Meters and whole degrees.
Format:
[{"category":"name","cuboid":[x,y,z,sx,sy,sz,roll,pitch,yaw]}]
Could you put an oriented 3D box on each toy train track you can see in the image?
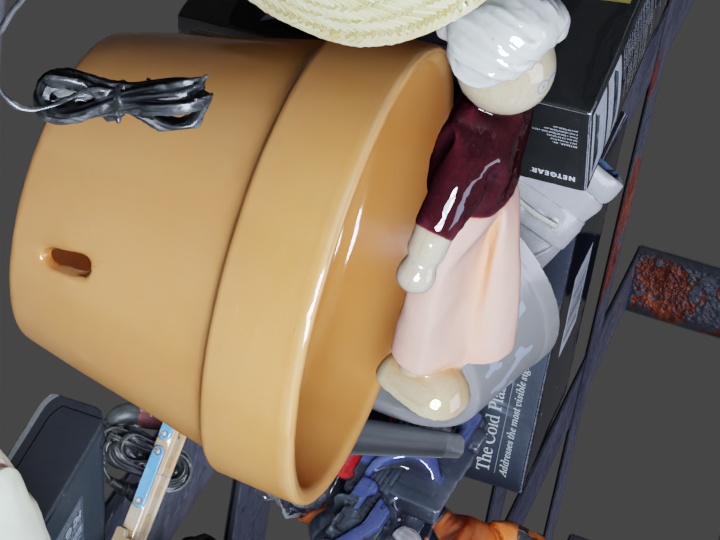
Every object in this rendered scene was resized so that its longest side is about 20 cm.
[{"category":"toy train track","cuboid":[-0.089,0.112,1.223,0.115,0.033,0.200,36,74,-76]}]

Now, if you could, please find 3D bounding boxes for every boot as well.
[{"category":"boot","cuboid":[0.039,-0.086,1.300,0.096,0.200,0.074,-42,-165,12]}]

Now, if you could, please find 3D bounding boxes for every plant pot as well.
[{"category":"plant pot","cuboid":[-0.057,-0.018,1.107,0.200,0.140,0.200,18,90,-79]}]

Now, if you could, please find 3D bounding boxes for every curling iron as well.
[{"category":"curling iron","cuboid":[-0.040,0.087,1.303,0.026,0.200,0.050,40,-54,57]}]

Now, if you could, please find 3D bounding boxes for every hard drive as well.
[{"category":"hard drive","cuboid":[-0.155,0.172,1.191,0.200,0.033,0.140,95,17,-46]}]

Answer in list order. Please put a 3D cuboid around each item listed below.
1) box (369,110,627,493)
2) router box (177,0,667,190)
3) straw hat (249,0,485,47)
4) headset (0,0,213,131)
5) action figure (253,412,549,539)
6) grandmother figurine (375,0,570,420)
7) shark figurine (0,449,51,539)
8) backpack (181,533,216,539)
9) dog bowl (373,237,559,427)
[{"category":"box","cuboid":[0.031,-0.005,1.441,0.104,0.182,0.200,-58,161,-53]},{"category":"router box","cuboid":[0.035,-0.129,1.233,0.052,0.200,0.157,89,22,-47]},{"category":"straw hat","cuboid":[-0.032,-0.168,0.919,0.085,0.201,0.201,-30,138,-53]},{"category":"headset","cuboid":[-0.097,-0.141,0.853,0.124,0.094,0.200,-54,147,-58]},{"category":"action figure","cuboid":[0.023,0.158,1.353,0.200,0.193,0.105,-41,164,-48]},{"category":"grandmother figurine","cuboid":[0.050,-0.038,1.097,0.121,0.060,0.200,-74,176,-48]},{"category":"shark figurine","cuboid":[-0.165,0.178,1.023,0.128,0.089,0.215,45,42,-26]},{"category":"backpack","cuboid":[-0.044,0.239,1.381,0.183,0.200,0.135,-16,126,-81]},{"category":"dog bowl","cuboid":[0.000,0.000,1.297,0.059,0.200,0.200,-53,162,-22]}]
